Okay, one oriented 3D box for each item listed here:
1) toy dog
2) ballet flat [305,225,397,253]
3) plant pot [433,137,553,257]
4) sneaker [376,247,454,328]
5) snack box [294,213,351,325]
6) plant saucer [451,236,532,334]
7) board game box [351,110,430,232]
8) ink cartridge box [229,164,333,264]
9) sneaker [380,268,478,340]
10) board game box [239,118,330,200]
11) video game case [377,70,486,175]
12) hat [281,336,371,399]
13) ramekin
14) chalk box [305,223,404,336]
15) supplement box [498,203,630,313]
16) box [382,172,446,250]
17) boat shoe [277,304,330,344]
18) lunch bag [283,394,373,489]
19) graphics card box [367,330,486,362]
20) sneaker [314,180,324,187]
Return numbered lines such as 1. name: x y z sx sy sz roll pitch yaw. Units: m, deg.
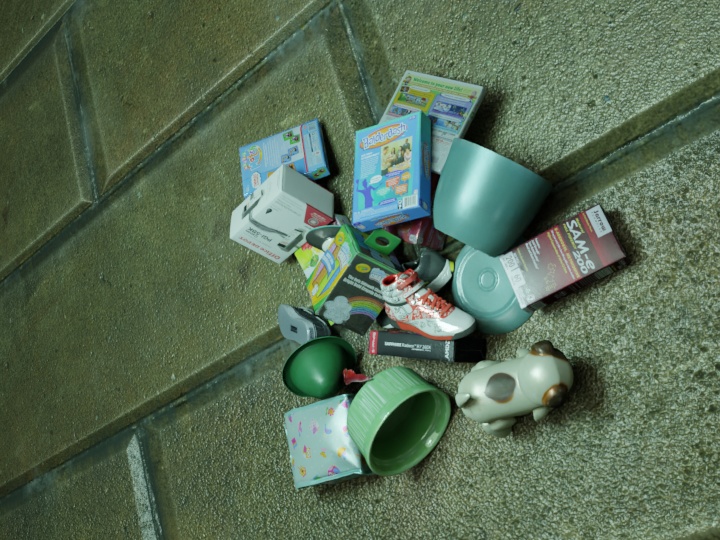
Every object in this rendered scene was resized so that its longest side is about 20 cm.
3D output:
1. toy dog: 0.277 0.191 1.414 0.199 0.192 0.142 -27 56 39
2. ballet flat: -0.017 -0.056 1.688 0.196 0.069 0.069 -3 48 2
3. plant pot: 0.223 -0.121 1.471 0.199 0.200 0.163 30 97 36
4. sneaker: 0.095 0.031 1.628 0.084 0.075 0.200 41 108 -14
5. snack box: -0.047 -0.002 1.774 0.142 0.053 0.202 -43 61 27
6. plant saucer: 0.249 0.019 1.548 0.198 0.036 0.204 -6 80 38
7. board game box: 0.059 -0.186 1.538 0.150 0.045 0.203 -12 65 32
8. ink cartridge box: -0.174 -0.119 1.793 0.199 0.146 0.084 -37 39 36
9. sneaker: 0.118 0.059 1.496 0.200 0.067 0.109 8 124 45
10. board game box: -0.174 -0.247 1.840 0.197 0.037 0.153 -18 54 9
11. video game case: 0.125 -0.290 1.582 0.199 0.022 0.184 24 84 40
12. hat: -0.060 0.246 1.642 0.164 0.201 0.177 -24 45 -5
13. ramekin: 0.068 0.283 1.563 0.098 0.198 0.202 40 109 42
14. chalk box: 0.000 0.000 1.605 0.201 0.124 0.124 -55 29 17
15. supplement box: 0.356 -0.018 1.430 0.198 0.061 0.110 -29 67 19
16. box: 0.128 -0.151 1.623 0.095 0.099 0.203 19 96 39
17. boat shoe: -0.126 0.117 1.812 0.199 0.067 0.075 11 103 63
18. lunch bag: -0.068 0.359 1.706 0.198 0.121 0.173 -20 73 29
19. graphics card box: 0.128 0.147 1.572 0.198 0.125 0.052 2 85 39
20. sneaker: -0.171 -0.192 1.886 0.199 0.073 0.082 27 104 39
